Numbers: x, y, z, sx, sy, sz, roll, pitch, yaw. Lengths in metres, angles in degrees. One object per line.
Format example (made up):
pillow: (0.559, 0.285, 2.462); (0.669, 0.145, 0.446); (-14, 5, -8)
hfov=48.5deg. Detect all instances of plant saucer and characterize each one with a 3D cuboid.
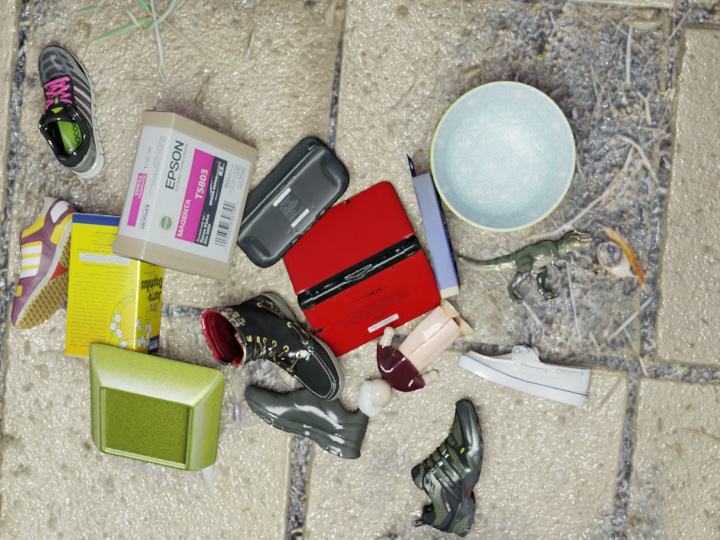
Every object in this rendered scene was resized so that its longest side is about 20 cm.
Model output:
plant saucer: (-0.303, 0.213, 1.155); (0.194, 0.048, 0.203); (12, 126, -2)

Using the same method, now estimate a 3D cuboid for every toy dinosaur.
toy dinosaur: (0.245, 0.001, 1.165); (0.195, 0.047, 0.090); (-13, 77, 5)

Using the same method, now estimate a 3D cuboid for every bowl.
bowl: (0.195, -0.156, 1.130); (0.194, 0.108, 0.206); (0, 93, 4)

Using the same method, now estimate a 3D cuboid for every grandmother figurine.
grandmother figurine: (0.069, 0.131, 1.165); (0.200, 0.061, 0.121); (-45, 105, 0)

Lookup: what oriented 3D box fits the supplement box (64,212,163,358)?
supplement box: (-0.358, 0.022, 1.178); (0.106, 0.109, 0.206); (5, 93, 4)

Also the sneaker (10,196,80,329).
sneaker: (-0.484, -0.011, 1.211); (0.089, 0.075, 0.203); (32, 93, 17)

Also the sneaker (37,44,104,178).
sneaker: (-0.437, -0.239, 1.182); (0.072, 0.087, 0.205); (-13, 91, 5)

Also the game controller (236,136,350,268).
game controller: (-0.108, -0.101, 1.186); (0.200, 0.042, 0.105); (-45, 85, 5)

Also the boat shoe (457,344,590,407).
boat shoe: (0.239, 0.141, 1.165); (0.195, 0.074, 0.067); (17, 89, -7)

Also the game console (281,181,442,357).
game console: (0.000, 0.000, 1.196); (0.197, 0.120, 0.174); (-26, 121, 5)

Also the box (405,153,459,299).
box: (0.105, -0.067, 1.133); (0.032, 0.121, 0.205); (-15, 92, 9)

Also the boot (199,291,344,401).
boot: (-0.124, 0.113, 1.119); (0.201, 0.149, 0.074); (49, 115, 20)

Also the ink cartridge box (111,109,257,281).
ink cartridge box: (-0.243, -0.101, 1.124); (0.074, 0.163, 0.205); (11, 87, 38)

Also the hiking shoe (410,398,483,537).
hiking shoe: (0.125, 0.288, 1.171); (0.098, 0.076, 0.206); (5, 94, 0)

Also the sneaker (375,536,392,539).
sneaker: (0.010, 0.495, 1.195); (0.099, 0.071, 0.201); (38, 100, 0)

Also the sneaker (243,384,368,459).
sneaker: (-0.078, 0.206, 1.192); (0.196, 0.076, 0.093); (24, 84, -4)
